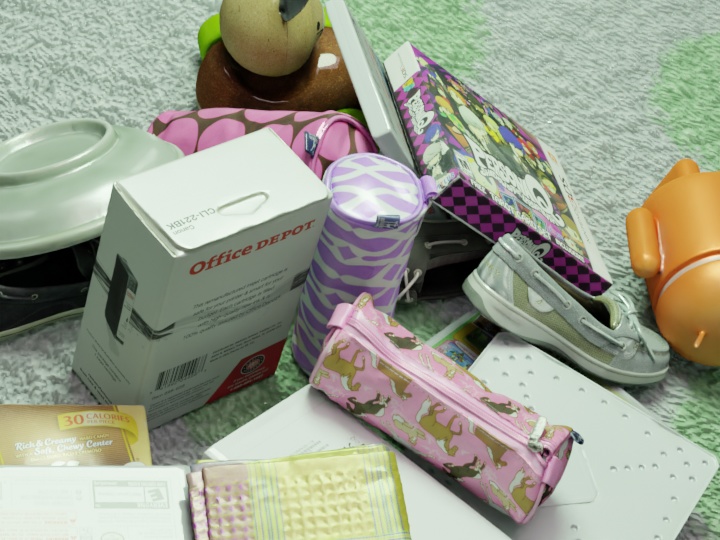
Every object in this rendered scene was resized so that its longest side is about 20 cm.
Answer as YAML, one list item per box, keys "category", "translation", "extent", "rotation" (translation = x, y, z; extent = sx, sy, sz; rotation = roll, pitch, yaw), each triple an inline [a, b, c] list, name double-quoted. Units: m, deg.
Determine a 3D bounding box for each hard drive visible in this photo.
- category: "hard drive"
  translation: [0.002, 0.167, 1.347]
  extent: [0.200, 0.027, 0.132]
  rotation: [36, 35, 18]

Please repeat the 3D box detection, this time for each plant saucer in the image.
- category: "plant saucer"
  translation: [-0.234, -0.074, 1.484]
  extent: [0.200, 0.050, 0.200]
  rotation: [-12, 25, 6]

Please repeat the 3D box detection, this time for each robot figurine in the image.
- category: "robot figurine"
  translation: [0.298, -0.002, 1.633]
  extent: [0.116, 0.144, 0.200]
  rotation: [-20, 45, 15]

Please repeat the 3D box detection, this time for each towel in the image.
- category: "towel"
  translation: [-0.033, 0.203, 1.262]
  extent: [0.143, 0.023, 0.200]
  rotation: [-5, 57, -9]

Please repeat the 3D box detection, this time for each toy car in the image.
- category: "toy car"
  translation: [-0.057, -0.205, 1.633]
  extent: [0.157, 0.200, 0.164]
  rotation: [-5, 49, -13]

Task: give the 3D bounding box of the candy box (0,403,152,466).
- category: "candy box"
  translation: [-0.197, 0.184, 1.315]
  extent: [0.115, 0.055, 0.200]
  rotation: [2, 48, -16]

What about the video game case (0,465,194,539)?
- category: "video game case"
  translation: [-0.203, 0.204, 1.241]
  extent: [0.200, 0.023, 0.182]
  rotation: [2, 48, -15]

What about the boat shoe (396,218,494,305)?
- category: "boat shoe"
  translation: [0.065, -0.005, 1.588]
  extent: [0.200, 0.067, 0.057]
  rotation: [-15, 49, -35]

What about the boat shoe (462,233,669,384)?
- category: "boat shoe"
  translation: [0.176, 0.033, 1.553]
  extent: [0.202, 0.065, 0.074]
  rotation: [25, 20, -25]

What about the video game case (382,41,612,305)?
- category: "video game case"
  translation: [0.113, -0.080, 1.604]
  extent: [0.200, 0.036, 0.181]
  rotation: [32, 27, -36]

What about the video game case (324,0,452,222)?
- category: "video game case"
  translation: [0.028, -0.118, 1.599]
  extent: [0.018, 0.200, 0.143]
  rotation: [-24, 58, 8]

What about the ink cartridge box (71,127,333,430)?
- category: "ink cartridge box"
  translation: [-0.117, 0.009, 1.411]
  extent: [0.144, 0.200, 0.084]
  rotation: [-23, 59, -36]

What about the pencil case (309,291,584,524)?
- category: "pencil case"
  translation: [0.058, 0.098, 1.393]
  extent: [0.200, 0.087, 0.083]
  rotation: [33, 26, 10]

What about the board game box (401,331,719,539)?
- category: "board game box"
  translation: [0.142, 0.159, 1.450]
  extent: [0.200, 0.026, 0.200]
  rotation: [31, 47, 13]

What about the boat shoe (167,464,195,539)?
- category: "boat shoe"
  translation: [-0.069, 0.204, 1.333]
  extent: [0.070, 0.071, 0.200]
  rotation: [-5, 36, -48]

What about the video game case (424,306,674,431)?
- category: "video game case"
  translation: [0.126, 0.119, 1.521]
  extent: [0.200, 0.022, 0.182]
  rotation: [39, 47, 20]

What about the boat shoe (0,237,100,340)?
- category: "boat shoe"
  translation: [-0.222, -0.007, 1.489]
  extent: [0.200, 0.062, 0.075]
  rotation: [-24, 57, -37]

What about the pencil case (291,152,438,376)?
- category: "pencil case"
  translation: [0.000, 0.000, 1.466]
  extent: [0.085, 0.200, 0.084]
  rotation: [-4, 49, -17]

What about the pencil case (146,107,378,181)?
- category: "pencil case"
  translation: [-0.088, -0.083, 1.540]
  extent: [0.200, 0.091, 0.094]
  rotation: [3, 62, 40]
